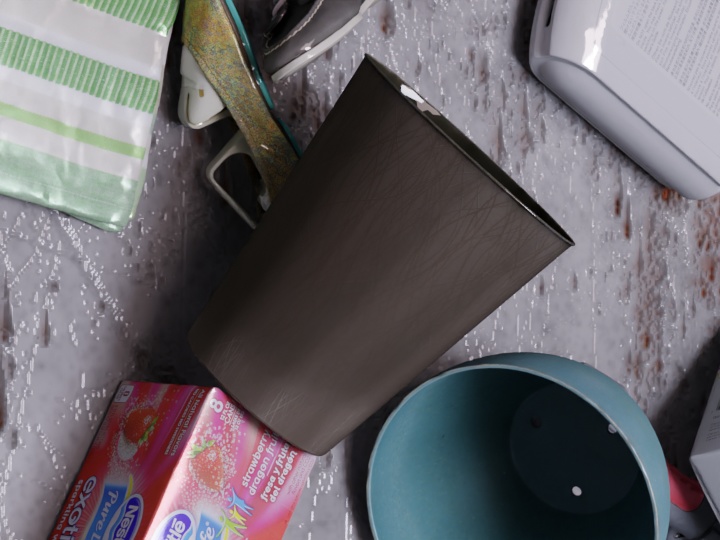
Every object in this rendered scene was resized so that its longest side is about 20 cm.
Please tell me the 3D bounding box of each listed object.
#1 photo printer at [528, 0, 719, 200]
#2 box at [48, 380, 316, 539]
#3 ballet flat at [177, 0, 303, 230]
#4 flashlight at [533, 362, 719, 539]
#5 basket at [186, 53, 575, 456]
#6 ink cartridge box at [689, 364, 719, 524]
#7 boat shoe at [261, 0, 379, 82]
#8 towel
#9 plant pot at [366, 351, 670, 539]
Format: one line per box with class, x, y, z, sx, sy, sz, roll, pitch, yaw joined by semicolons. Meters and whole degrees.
photo printer;0.209;-0.170;1.802;0.200;0.069;0.167;35;68;-33
box;-0.123;0.174;1.504;0.095;0.099;0.201;37;68;-34
ballet flat;-0.075;-0.089;1.573;0.071;0.071;0.201;-40;113;-32
flashlight;0.209;0.138;1.803;0.200;0.068;0.068;34;56;-34
basket;0.000;0.000;1.516;0.200;0.180;0.136;-48;149;7
ink cartridge box;0.346;0.116;1.825;0.145;0.145;0.200;60;33;-23
boat shoe;-0.025;-0.174;1.584;0.057;0.067;0.200;53;30;-8
towel;-0.179;-0.137;1.511;0.152;0.023;0.201;18;80;-38
plant pot;0.121;0.137;1.667;0.135;0.199;0.201;-34;113;-61
